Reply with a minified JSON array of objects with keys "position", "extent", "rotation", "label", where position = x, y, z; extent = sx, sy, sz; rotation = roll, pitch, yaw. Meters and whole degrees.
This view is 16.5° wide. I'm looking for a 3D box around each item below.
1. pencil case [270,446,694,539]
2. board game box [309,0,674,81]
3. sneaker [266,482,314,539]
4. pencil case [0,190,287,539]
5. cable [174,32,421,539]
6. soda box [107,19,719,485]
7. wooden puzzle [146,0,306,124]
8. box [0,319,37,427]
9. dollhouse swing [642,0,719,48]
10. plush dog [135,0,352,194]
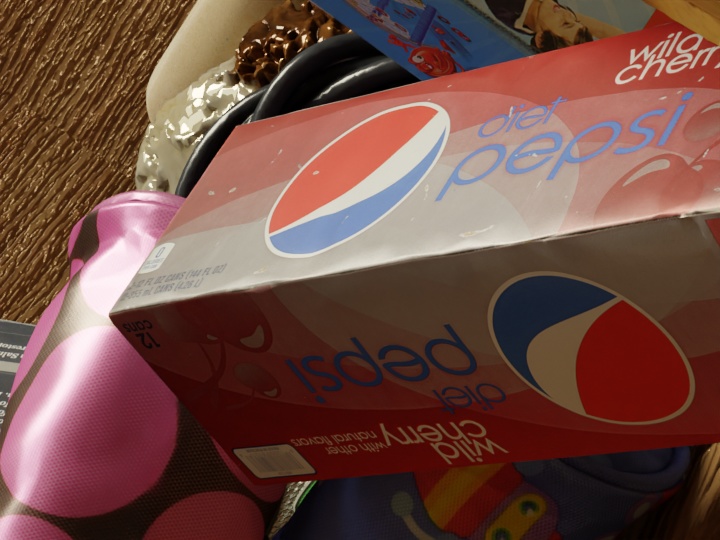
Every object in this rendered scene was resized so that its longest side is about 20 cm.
[{"position":[0.004,0.092,0.664],"extent":[0.200,0.078,0.087],"rotation":[-53,5,24],"label":"pencil case"},{"position":[0.085,-0.127,0.700],"extent":[0.200,0.196,0.056],"rotation":[-55,3,-21],"label":"board game box"},{"position":[-0.009,0.073,1.004],"extent":[0.200,0.085,0.078],"rotation":[-53,3,14],"label":"sneaker"},{"position":[-0.074,0.083,0.632],"extent":[0.094,0.091,0.200],"rotation":[130,164,-72],"label":"pencil case"},{"position":[0.002,0.027,0.735],"extent":[0.200,0.163,0.051],"rotation":[-50,-25,20],"label":"cable"},{"position":[0.041,-0.003,0.539],"extent":[0.200,0.063,0.070],"rotation":[-9,38,45],"label":"soda box"},{"position":[0.050,-0.088,0.859],"extent":[0.185,0.200,0.037],"rotation":[-52,32,40],"label":"wooden puzzle"},{"position":[-0.142,0.158,1.061],"extent":[0.200,0.117,0.197],"rotation":[-58,-29,-55],"label":"box"},{"position":[0.061,-0.125,0.430],"extent":[0.182,0.176,0.200],"rotation":[-43,25,1],"label":"dollhouse swing"},{"position":[0.000,0.000,0.835],"extent":[0.200,0.172,0.161],"rotation":[-51,5,37],"label":"plush dog"}]
